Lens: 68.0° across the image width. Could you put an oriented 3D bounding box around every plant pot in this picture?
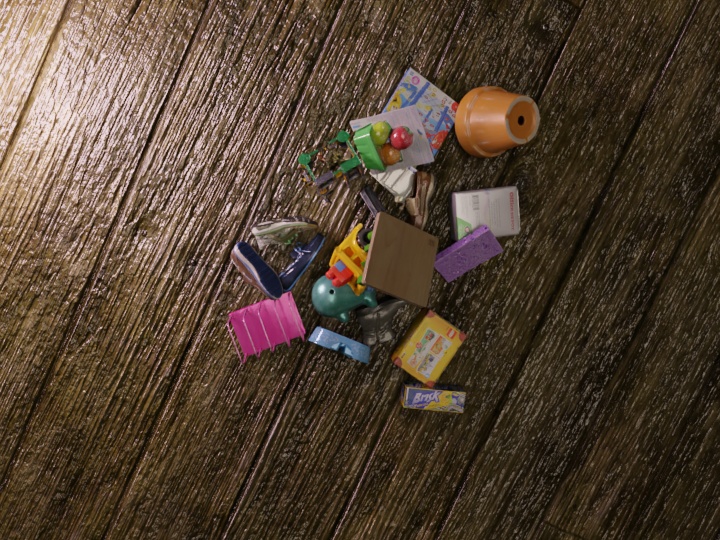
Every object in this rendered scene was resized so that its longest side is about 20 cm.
[{"bbox_3d":[0.401,-0.424,1.522,0.197,0.183,0.204,-6,105,-24],"label":"plant pot"}]

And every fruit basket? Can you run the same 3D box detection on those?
[{"bbox_3d":[0.090,-0.366,1.503,0.197,0.095,0.186,-12,133,21],"label":"fruit basket"}]

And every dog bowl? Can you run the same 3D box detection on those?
[{"bbox_3d":[-0.058,0.224,1.610,0.197,0.111,0.050,24,80,-9],"label":"dog bowl"}]

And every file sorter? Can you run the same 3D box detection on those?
[{"bbox_3d":[-0.273,0.170,1.560,0.197,0.125,0.141,-20,102,-4],"label":"file sorter"}]

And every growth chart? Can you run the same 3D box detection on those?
[{"bbox_3d":[0.106,-0.303,1.609,0.145,0.018,0.200,-45,100,-1],"label":"growth chart"}]

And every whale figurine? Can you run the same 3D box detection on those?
[{"bbox_3d":[-0.046,0.072,1.575,0.196,0.104,0.162,0,76,0],"label":"whale figurine"}]

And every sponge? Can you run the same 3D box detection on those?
[{"bbox_3d":[0.319,-0.048,1.609,0.198,0.030,0.112,-32,132,16],"label":"sponge"}]

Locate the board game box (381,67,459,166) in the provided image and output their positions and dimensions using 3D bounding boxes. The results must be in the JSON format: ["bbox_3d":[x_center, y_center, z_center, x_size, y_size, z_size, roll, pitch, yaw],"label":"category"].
[{"bbox_3d":[0.169,-0.448,1.572,0.198,0.056,0.198,32,87,-10],"label":"board game box"}]

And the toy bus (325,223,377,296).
[{"bbox_3d":[0.000,0.000,1.524,0.200,0.136,0.192,45,61,8],"label":"toy bus"}]

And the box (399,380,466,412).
[{"bbox_3d":[0.228,0.399,1.689,0.196,0.064,0.071,7,96,-8],"label":"box"}]

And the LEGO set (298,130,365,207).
[{"bbox_3d":[-0.077,-0.295,1.559,0.199,0.116,0.154,-37,71,-5],"label":"LEGO set"}]

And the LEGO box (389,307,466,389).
[{"bbox_3d":[0.209,0.236,1.659,0.148,0.077,0.201,34,91,-10],"label":"LEGO box"}]

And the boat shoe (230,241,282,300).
[{"bbox_3d":[-0.305,0.010,1.566,0.072,0.072,0.201,-38,87,39],"label":"boat shoe"}]

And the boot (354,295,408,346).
[{"bbox_3d":[0.086,0.149,1.646,0.197,0.068,0.133,-19,104,3],"label":"boot"}]

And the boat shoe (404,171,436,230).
[{"bbox_3d":[0.166,-0.199,1.598,0.073,0.076,0.204,13,93,-16],"label":"boat shoe"}]

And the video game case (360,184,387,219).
[{"bbox_3d":[0.065,-0.154,1.560,0.019,0.143,0.202,-29,101,14],"label":"video game case"}]

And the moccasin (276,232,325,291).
[{"bbox_3d":[-0.181,-0.033,1.574,0.068,0.080,0.201,37,90,-6],"label":"moccasin"}]

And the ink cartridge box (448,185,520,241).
[{"bbox_3d":[0.375,-0.174,1.625,0.196,0.088,0.148,-7,99,-5],"label":"ink cartridge box"}]

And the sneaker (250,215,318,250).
[{"bbox_3d":[-0.220,-0.107,1.572,0.196,0.077,0.090,-8,111,-1],"label":"sneaker"}]

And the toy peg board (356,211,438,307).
[{"bbox_3d":[0.092,-0.021,1.449,0.197,0.097,0.203,22,71,-24],"label":"toy peg board"}]
